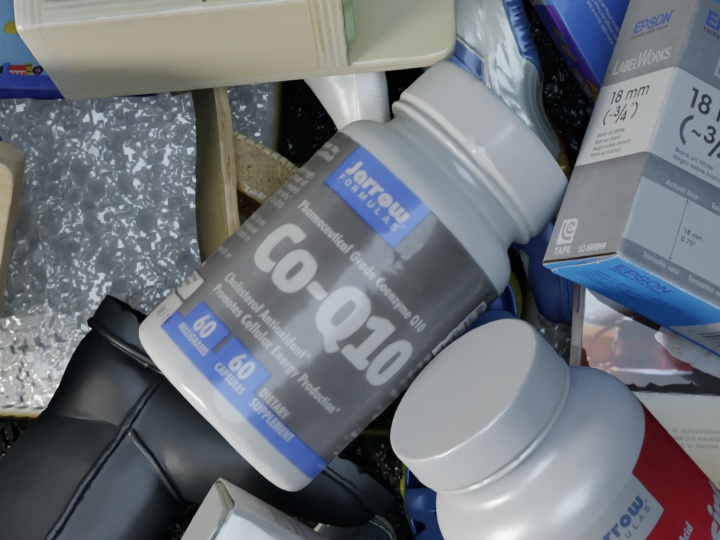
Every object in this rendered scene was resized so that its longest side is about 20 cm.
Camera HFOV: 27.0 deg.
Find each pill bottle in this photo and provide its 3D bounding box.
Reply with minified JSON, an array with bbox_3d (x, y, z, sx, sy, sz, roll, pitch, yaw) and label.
[{"bbox_3d":[0.109,0.119,0.706,0.112,0.112,0.200,-43,112,1],"label":"pill bottle"},{"bbox_3d":[0.000,0.000,0.728,0.200,0.114,0.114,-45,95,-3],"label":"pill bottle"}]

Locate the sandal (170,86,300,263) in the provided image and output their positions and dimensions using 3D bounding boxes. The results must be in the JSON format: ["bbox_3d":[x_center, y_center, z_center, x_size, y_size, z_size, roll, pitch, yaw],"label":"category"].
[{"bbox_3d":[-0.055,-0.055,0.804,0.069,0.078,0.212,-15,102,-18],"label":"sandal"}]

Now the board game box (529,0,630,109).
[{"bbox_3d":[0.195,-0.110,0.813,0.134,0.045,0.200,-33,102,0],"label":"board game box"}]

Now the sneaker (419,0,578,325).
[{"bbox_3d":[0.069,-0.061,0.818,0.088,0.075,0.201,-18,87,8],"label":"sneaker"}]

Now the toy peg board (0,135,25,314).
[{"bbox_3d":[-0.268,-0.023,0.752,0.199,0.098,0.200,16,125,-4],"label":"toy peg board"}]

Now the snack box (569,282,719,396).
[{"bbox_3d":[0.209,0.029,0.774,0.199,0.024,0.072,3,91,-4],"label":"snack box"}]

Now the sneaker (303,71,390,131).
[{"bbox_3d":[-0.045,-0.152,0.800,0.088,0.075,0.201,-19,85,-3],"label":"sneaker"}]

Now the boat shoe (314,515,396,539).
[{"bbox_3d":[-0.041,0.225,0.831,0.073,0.062,0.200,30,93,-6],"label":"boat shoe"}]

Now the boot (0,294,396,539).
[{"bbox_3d":[-0.104,0.132,0.813,0.200,0.076,0.168,32,89,3],"label":"boot"}]

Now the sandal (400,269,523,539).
[{"bbox_3d":[0.061,0.091,0.815,0.079,0.087,0.201,-6,96,-4],"label":"sandal"}]

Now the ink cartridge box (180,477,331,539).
[{"bbox_3d":[-0.020,0.216,0.742,0.200,0.087,0.146,30,86,-12],"label":"ink cartridge box"}]

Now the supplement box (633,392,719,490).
[{"bbox_3d":[0.190,0.115,0.827,0.126,0.074,0.201,3,93,-4],"label":"supplement box"}]

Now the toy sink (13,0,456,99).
[{"bbox_3d":[-0.056,-0.166,0.705,0.199,0.112,0.131,-4,79,1],"label":"toy sink"}]

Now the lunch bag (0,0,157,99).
[{"bbox_3d":[-0.190,-0.168,0.791,0.199,0.094,0.151,-2,92,-14],"label":"lunch bag"}]

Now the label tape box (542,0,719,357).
[{"bbox_3d":[0.188,-0.066,0.719,0.144,0.063,0.201,25,75,-21],"label":"label tape box"}]
